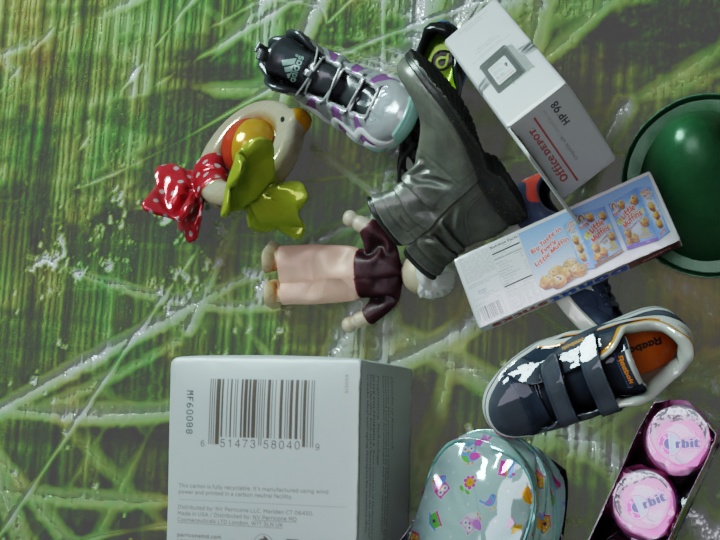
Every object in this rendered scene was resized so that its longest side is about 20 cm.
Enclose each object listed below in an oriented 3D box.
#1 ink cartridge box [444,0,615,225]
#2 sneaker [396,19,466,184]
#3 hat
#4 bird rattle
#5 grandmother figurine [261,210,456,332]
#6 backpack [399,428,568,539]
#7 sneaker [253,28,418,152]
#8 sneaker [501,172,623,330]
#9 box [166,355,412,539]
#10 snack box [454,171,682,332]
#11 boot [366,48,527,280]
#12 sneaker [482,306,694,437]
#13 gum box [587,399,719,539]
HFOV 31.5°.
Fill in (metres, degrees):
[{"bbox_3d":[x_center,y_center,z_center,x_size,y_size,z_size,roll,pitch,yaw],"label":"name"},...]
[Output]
[{"bbox_3d":[0.163,-0.148,1.177,0.066,0.116,0.201,-37,43,9],"label":"ink cartridge box"},{"bbox_3d":[0.067,-0.151,1.271,0.070,0.083,0.203,5,86,19],"label":"sneaker"},{"bbox_3d":[0.302,-0.103,1.135,0.163,0.176,0.203,-19,78,15],"label":"hat"},{"bbox_3d":[-0.124,-0.102,1.326,0.199,0.112,0.165,2,58,51],"label":"bird rattle"},{"bbox_3d":[0.000,0.000,1.293,0.197,0.061,0.123,2,111,16],"label":"grandmother figurine"},{"bbox_3d":[0.118,0.251,1.185,0.165,0.126,0.203,17,86,23],"label":"backpack"},{"bbox_3d":[-0.040,-0.183,1.242,0.199,0.139,0.079,26,92,52],"label":"sneaker"},{"bbox_3d":[0.210,-0.012,1.210,0.084,0.075,0.201,-42,73,13],"label":"sneaker"},{"bbox_3d":[-0.064,0.186,1.229,0.196,0.171,0.204,-1,84,18],"label":"box"},{"bbox_3d":[0.189,-0.016,1.172,0.198,0.024,0.073,-24,70,12],"label":"snack box"},{"bbox_3d":[0.056,-0.091,1.181,0.130,0.068,0.201,-30,109,15],"label":"boot"},{"bbox_3d":[0.202,0.091,1.130,0.198,0.079,0.079,-27,99,1],"label":"sneaker"},{"bbox_3d":[0.259,0.212,1.147,0.065,0.113,0.202,26,92,19],"label":"gum box"}]
